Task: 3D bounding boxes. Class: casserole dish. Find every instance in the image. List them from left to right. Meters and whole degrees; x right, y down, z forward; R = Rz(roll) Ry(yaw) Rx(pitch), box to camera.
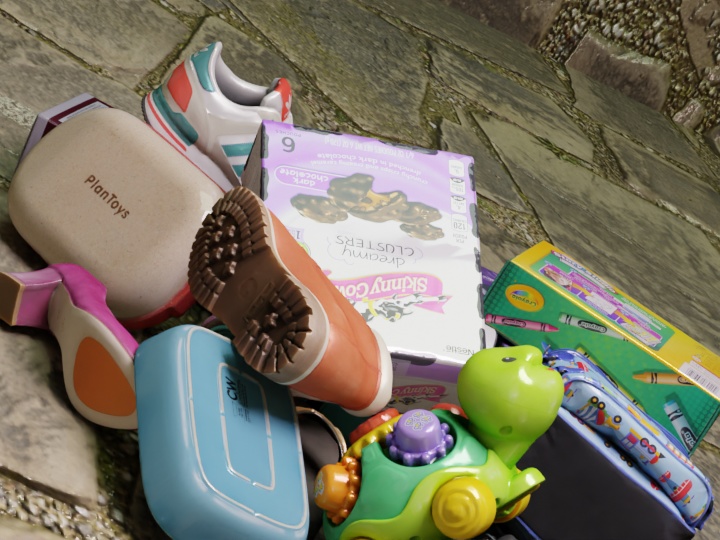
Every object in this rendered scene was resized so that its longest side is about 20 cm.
[{"bbox_3d":[-0.083,0.108,1.451,0.121,0.039,0.201,29,31,-30],"label":"casserole dish"}]

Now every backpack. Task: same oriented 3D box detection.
[{"bbox_3d":[0.155,0.145,1.684,0.182,0.135,0.200,42,5,-3],"label":"backpack"}]

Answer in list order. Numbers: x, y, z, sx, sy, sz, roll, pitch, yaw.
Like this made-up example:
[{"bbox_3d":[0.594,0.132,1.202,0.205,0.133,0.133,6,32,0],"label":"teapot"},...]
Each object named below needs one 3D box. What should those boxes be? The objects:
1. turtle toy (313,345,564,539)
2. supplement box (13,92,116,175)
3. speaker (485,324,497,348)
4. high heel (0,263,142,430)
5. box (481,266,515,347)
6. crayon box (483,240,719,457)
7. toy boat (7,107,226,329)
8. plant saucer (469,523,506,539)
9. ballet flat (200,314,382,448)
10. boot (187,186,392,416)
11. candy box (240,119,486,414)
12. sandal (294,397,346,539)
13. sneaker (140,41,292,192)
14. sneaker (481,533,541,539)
[{"bbox_3d":[0.051,0.128,1.482,0.102,0.199,0.146,59,13,9],"label":"turtle toy"},{"bbox_3d":[-0.166,-0.066,1.853,0.199,0.061,0.109,27,19,7],"label":"supplement box"},{"bbox_3d":[0.000,0.033,1.747,0.199,0.082,0.081,29,16,-7],"label":"speaker"},{"bbox_3d":[-0.167,0.052,1.558,0.095,0.068,0.199,2,18,-43],"label":"high heel"},{"bbox_3d":[0.137,0.097,1.880,0.147,0.105,0.200,26,16,-18],"label":"box"},{"bbox_3d":[0.197,0.059,1.804,0.199,0.059,0.119,34,16,10],"label":"crayon box"},{"bbox_3d":[-0.172,-0.028,1.742,0.200,0.130,0.131,41,-11,33],"label":"toy boat"},{"bbox_3d":[0.111,0.229,1.592,0.070,0.019,0.200,19,20,-34],"label":"plant saucer"},{"bbox_3d":[-0.028,0.080,1.692,0.199,0.069,0.071,31,39,-9],"label":"ballet flat"},{"bbox_3d":[-0.047,0.024,1.532,0.107,0.075,0.200,30,18,-38],"label":"boot"},{"bbox_3d":[0.000,0.000,1.656,0.166,0.072,0.201,9,50,-13],"label":"candy box"},{"bbox_3d":[-0.044,0.124,1.567,0.081,0.055,0.200,29,16,-2],"label":"sandal"},{"bbox_3d":[-0.071,-0.093,1.783,0.200,0.093,0.070,42,20,-11],"label":"sneaker"},{"bbox_3d":[0.064,0.207,1.438,0.076,0.091,0.200,42,20,19],"label":"sneaker"}]
